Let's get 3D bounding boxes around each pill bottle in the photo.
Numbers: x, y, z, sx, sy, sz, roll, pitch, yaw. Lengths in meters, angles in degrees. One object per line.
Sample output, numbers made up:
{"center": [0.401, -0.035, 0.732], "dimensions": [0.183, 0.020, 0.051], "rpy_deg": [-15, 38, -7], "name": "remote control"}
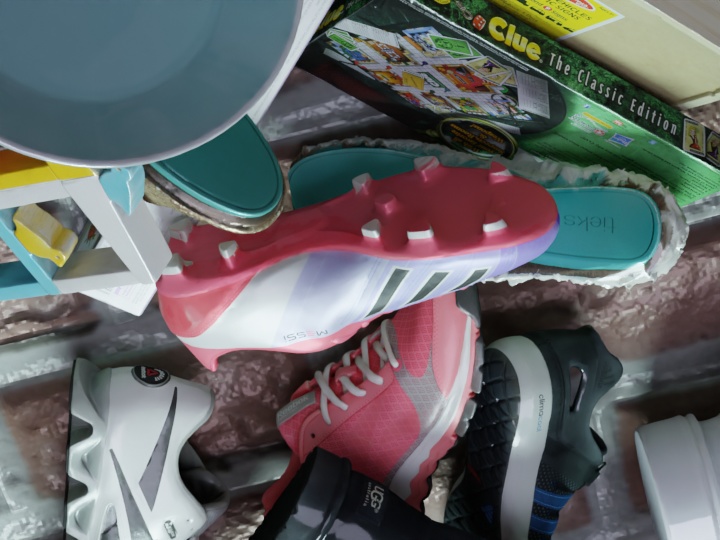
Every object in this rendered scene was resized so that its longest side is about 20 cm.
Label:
{"center": [0.251, 0.102, 1.142], "dimensions": [0.200, 0.120, 0.120], "rpy_deg": [-14, 123, 2], "name": "pill bottle"}

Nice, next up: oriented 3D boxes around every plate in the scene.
{"center": [-0.120, -0.137, 0.930], "dimensions": [0.200, 0.201, 0.026], "rpy_deg": [20, 159, -19], "name": "plate"}

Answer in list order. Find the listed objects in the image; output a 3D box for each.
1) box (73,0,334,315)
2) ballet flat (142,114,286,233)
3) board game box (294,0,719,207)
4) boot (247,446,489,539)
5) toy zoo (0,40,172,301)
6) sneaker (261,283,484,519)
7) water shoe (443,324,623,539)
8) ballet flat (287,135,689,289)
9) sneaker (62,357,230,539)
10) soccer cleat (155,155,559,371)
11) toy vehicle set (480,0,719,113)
{"center": [-0.078, -0.068, 1.041], "dimensions": [0.041, 0.039, 0.200], "rpy_deg": [22, 118, -21], "name": "box"}
{"center": [-0.120, -0.082, 0.993], "dimensions": [0.200, 0.071, 0.065], "rpy_deg": [43, 142, -2], "name": "ballet flat"}
{"center": [0.073, -0.078, 1.029], "dimensions": [0.200, 0.023, 0.105], "rpy_deg": [27, 152, -22], "name": "board game box"}
{"center": [0.009, 0.193, 1.132], "dimensions": [0.168, 0.076, 0.200], "rpy_deg": [29, 129, -7], "name": "boot"}
{"center": [-0.173, -0.040, 0.995], "dimensions": [0.200, 0.020, 0.131], "rpy_deg": [-7, 130, 38], "name": "toy zoo"}
{"center": [0.004, 0.073, 1.122], "dimensions": [0.087, 0.074, 0.200], "rpy_deg": [12, 121, -13], "name": "sneaker"}
{"center": [0.096, 0.115, 1.159], "dimensions": [0.079, 0.072, 0.200], "rpy_deg": [-14, 136, -21], "name": "water shoe"}
{"center": [0.064, -0.024, 1.055], "dimensions": [0.200, 0.072, 0.072], "rpy_deg": [10, 126, 21], "name": "ballet flat"}
{"center": [-0.115, 0.141, 1.150], "dimensions": [0.088, 0.074, 0.200], "rpy_deg": [5, 123, -7], "name": "sneaker"}
{"center": [0.000, 0.000, 1.024], "dimensions": [0.200, 0.067, 0.077], "rpy_deg": [-10, 129, 15], "name": "soccer cleat"}
{"center": [0.078, -0.127, 0.975], "dimensions": [0.200, 0.027, 0.124], "rpy_deg": [27, 161, -26], "name": "toy vehicle set"}
